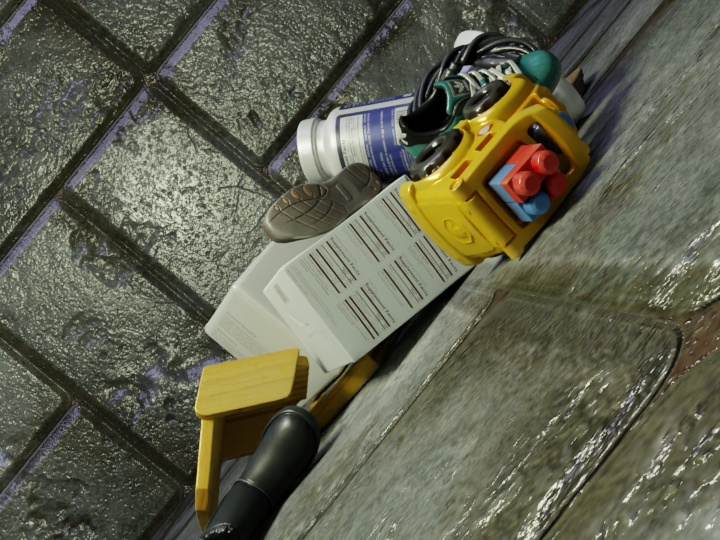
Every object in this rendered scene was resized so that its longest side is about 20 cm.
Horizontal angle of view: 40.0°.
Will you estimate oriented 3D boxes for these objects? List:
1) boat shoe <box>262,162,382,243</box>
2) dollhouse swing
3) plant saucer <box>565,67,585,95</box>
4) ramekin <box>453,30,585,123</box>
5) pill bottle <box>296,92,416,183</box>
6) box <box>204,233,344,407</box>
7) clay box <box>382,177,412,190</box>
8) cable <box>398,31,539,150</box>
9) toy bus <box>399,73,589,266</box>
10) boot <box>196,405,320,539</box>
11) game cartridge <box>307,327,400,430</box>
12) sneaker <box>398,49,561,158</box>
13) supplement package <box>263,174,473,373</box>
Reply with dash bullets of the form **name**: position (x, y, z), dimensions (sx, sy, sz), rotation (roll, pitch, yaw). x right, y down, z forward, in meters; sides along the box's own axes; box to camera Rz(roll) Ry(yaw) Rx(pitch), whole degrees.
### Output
- **boat shoe**: position (-0.052, -0.076, 1.328), dimensions (0.199, 0.075, 0.073), rotation (-26, -17, -38)
- **dollhouse swing**: position (-0.142, 0.236, 1.324), dimensions (0.180, 0.177, 0.200), rotation (-11, -28, -11)
- **plant saucer**: position (0.293, -0.237, 1.584), dimensions (0.200, 0.029, 0.200), rotation (-51, 3, 4)
- **ramekin**: position (0.191, -0.223, 1.330), dimensions (0.098, 0.200, 0.200), rotation (-57, 2, -2)
- **pill bottle**: position (0.017, -0.184, 1.414), dimensions (0.198, 0.117, 0.116), rotation (-7, 19, 18)
- **box**: position (-0.087, 0.056, 1.495), dimensions (0.200, 0.199, 0.171), rotation (-52, 2, -34)
- **clay box**: position (0.088, -0.141, 1.481), dimensions (0.114, 0.048, 0.200), rotation (8, 33, 45)
- **cable**: position (0.130, -0.210, 1.214), dimensions (0.199, 0.164, 0.051), rotation (-23, -30, 22)
- **toy bus**: position (0.164, -0.110, 1.014), dimensions (0.200, 0.136, 0.192), rotation (-48, 15, -12)
- **boot**: position (-0.131, 0.274, 1.190), dimensions (0.199, 0.073, 0.163), rotation (-58, -4, 30)
- **game cartridge**: position (-0.018, 0.152, 1.433), dimensions (0.200, 0.032, 0.176), rotation (-48, 3, 27)
- **sneaker**: position (0.134, -0.194, 1.125), dimensions (0.199, 0.080, 0.072), rotation (-34, 48, 11)
- **supplement package**: position (0.004, 0.010, 1.277), dimensions (0.200, 0.147, 0.191), rotation (-38, 0, -16)
